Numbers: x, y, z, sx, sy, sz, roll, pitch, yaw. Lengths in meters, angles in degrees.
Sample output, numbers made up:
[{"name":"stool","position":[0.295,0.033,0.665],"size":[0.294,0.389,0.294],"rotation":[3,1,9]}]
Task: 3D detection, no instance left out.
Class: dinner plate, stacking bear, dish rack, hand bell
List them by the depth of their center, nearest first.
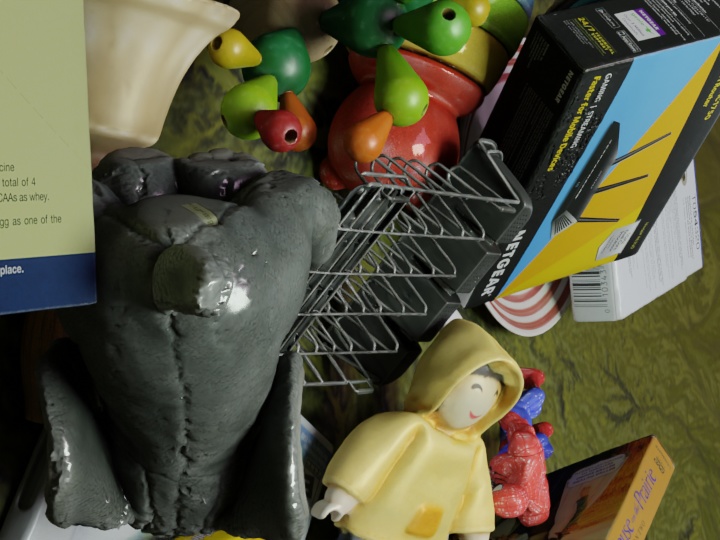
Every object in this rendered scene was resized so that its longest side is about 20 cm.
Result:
[{"name":"hand bell","position":[-0.126,-0.030,0.789],"size":[0.104,0.104,0.201],"rotation":[7,97,-57]},{"name":"dish rack","position":[0.000,0.000,0.903],"size":[0.154,0.055,0.200],"rotation":[-53,155,20]},{"name":"stacking bear","position":[0.040,-0.132,1.005],"size":[0.114,0.121,0.201],"rotation":[48,59,-73]},{"name":"dinner plate","position":[0.106,-0.056,1.181],"size":[0.200,0.024,0.201],"rotation":[0,90,-56]}]

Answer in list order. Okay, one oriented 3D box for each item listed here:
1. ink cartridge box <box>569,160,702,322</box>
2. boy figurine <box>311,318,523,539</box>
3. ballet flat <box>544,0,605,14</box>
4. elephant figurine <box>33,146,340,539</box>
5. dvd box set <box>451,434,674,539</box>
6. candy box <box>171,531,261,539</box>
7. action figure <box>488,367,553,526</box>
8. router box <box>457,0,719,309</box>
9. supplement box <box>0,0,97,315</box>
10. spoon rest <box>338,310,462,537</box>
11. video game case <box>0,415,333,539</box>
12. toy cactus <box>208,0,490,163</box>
[{"name":"ink cartridge box","position":[0.194,-0.078,1.265],"size":[0.200,0.043,0.198],"rotation":[-21,106,-62]},{"name":"boy figurine","position":[0.033,0.126,0.953],"size":[0.124,0.064,0.201],"rotation":[29,85,-35]},{"name":"ballet flat","position":[0.131,-0.122,1.086],"size":[0.200,0.070,0.071],"rotation":[101,14,-50]},{"name":"elephant figurine","position":[-0.072,0.059,0.729],"size":[0.155,0.141,0.201],"rotation":[-25,124,-52]},{"name":"dvd box set","position":[0.097,0.180,1.031],"size":[0.029,0.146,0.200],"rotation":[57,34,-11]},{"name":"candy box","position":[-0.083,0.224,0.844],"size":[0.102,0.026,0.201],"rotation":[-20,115,-50]},{"name":"action figure","position":[0.095,0.112,1.079],"size":[0.200,0.051,0.066],"rotation":[-68,153,-78]},{"name":"router box","position":[0.136,-0.074,1.025],"size":[0.149,0.051,0.200],"rotation":[-17,148,-32]},{"name":"supplement box","position":[-0.207,-0.081,0.594],"size":[0.200,0.134,0.201],"rotation":[-7,96,-57]},{"name":"spoon rest","position":[0.030,0.104,1.026],"size":[0.099,0.060,0.201],"rotation":[22,70,-55]},{"name":"video game case","position":[-0.092,0.122,0.870],"size":[0.200,0.022,0.183],"rotation":[49,50,-45]},{"name":"toy cactus","position":[-0.014,-0.129,0.868],"size":[0.200,0.165,0.102],"rotation":[-48,125,-23]}]
